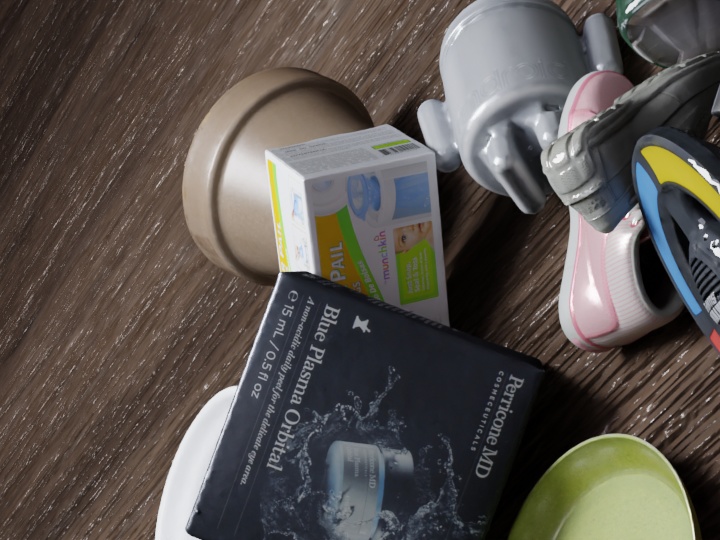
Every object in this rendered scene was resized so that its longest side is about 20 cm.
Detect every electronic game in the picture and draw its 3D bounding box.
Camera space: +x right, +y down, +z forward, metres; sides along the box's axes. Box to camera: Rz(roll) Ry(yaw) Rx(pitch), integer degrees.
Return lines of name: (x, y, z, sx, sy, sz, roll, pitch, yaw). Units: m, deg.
electronic game: (0.213, 0.008, 0.904, 0.042, 0.200, 0.200, -30, 29, -6)

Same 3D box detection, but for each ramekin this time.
ramekin: (-0.094, 0.211, 1.420, 0.200, 0.097, 0.201, -42, 38, 44)

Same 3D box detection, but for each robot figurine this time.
robot figurine: (0.123, -0.137, 1.232, 0.169, 0.113, 0.201, -24, 43, 14)

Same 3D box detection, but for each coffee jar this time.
coffee jar: (0.226, -0.245, 1.134, 0.104, 0.085, 0.201, -30, 44, 34)

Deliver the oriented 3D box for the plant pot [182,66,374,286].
plant pot: (-0.031, -0.064, 1.421, 0.174, 0.200, 0.201, 28, 97, 47)

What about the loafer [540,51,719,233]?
loafer: (0.191, -0.085, 1.042, 0.200, 0.070, 0.070, -34, 4, -39)

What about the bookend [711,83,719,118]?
bookend: (0.275, -0.081, 0.931, 0.200, 0.092, 0.200, 14, 85, 65)

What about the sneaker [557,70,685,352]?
sneaker: (0.188, -0.049, 1.090, 0.105, 0.075, 0.201, -23, 60, 61)

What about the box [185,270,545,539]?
box: (0.007, 0.124, 1.149, 0.117, 0.199, 0.197, 10, -80, -85)

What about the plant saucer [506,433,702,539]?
plant saucer: (0.155, 0.205, 1.028, 0.200, 0.031, 0.201, -42, 37, 43)

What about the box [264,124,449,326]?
box: (0.000, 0.000, 1.279, 0.101, 0.112, 0.201, -140, 40, -64)
